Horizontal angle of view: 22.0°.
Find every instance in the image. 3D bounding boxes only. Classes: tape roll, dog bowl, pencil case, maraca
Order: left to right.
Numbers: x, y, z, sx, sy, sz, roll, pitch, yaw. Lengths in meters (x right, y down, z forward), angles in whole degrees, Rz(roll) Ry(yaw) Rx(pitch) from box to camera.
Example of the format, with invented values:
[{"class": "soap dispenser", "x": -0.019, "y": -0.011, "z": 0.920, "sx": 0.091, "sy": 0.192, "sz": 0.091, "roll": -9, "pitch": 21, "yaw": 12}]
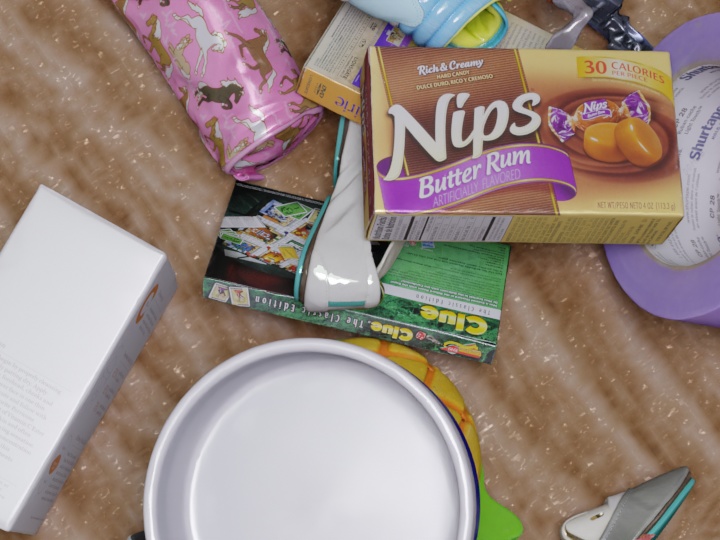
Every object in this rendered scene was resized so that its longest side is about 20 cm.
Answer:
[{"class": "pencil case", "x": -0.108, "y": -0.160, "z": 1.277, "sx": 0.083, "sy": 0.087, "sz": 0.200, "roll": -32, "pitch": 82, "yaw": -26}, {"class": "dog bowl", "x": -0.027, "y": 0.143, "z": 1.124, "sx": 0.199, "sy": 0.079, "sz": 0.201, "roll": -1, "pitch": 84, "yaw": 9}, {"class": "maraca", "x": 0.028, "y": 0.128, "z": 1.215, "sx": 0.137, "sy": 0.107, "sz": 0.200, "roll": -19, "pitch": 66, "yaw": -40}, {"class": "tape roll", "x": 0.248, "y": -0.062, "z": 1.209, "sx": 0.085, "sy": 0.200, "sz": 0.201, "roll": 11, "pitch": 79, "yaw": -29}]

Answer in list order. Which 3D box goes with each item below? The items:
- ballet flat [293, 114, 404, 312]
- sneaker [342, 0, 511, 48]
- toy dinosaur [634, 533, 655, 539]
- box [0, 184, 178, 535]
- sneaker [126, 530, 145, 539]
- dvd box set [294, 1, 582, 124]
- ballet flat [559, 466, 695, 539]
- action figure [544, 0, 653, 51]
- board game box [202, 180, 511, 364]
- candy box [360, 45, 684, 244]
[{"class": "ballet flat", "x": 0.005, "y": -0.048, "z": 1.242, "sx": 0.069, "sy": 0.070, "sz": 0.201, "roll": 14, "pitch": 50, "yaw": 0}, {"class": "sneaker", "x": 0.050, "y": -0.213, "z": 1.268, "sx": 0.130, "sy": 0.080, "sz": 0.200, "roll": 35, "pitch": 38, "yaw": -10}, {"class": "toy dinosaur", "x": 0.242, "y": 0.276, "z": 1.192, "sx": 0.105, "sy": 0.200, "sz": 0.182, "roll": -48, "pitch": 60, "yaw": 9}, {"class": "box", "x": -0.212, "y": 0.062, "z": 1.215, "sx": 0.097, "sy": 0.124, "sz": 0.201, "roll": 29, "pitch": 81, "yaw": 3}, {"class": "sneaker", "x": -0.082, "y": 0.201, "z": 1.233, "sx": 0.199, "sy": 0.089, "sz": 0.074, "roll": -11, "pitch": 50, "yaw": -22}, {"class": "dvd box set", "x": 0.072, "y": -0.130, "z": 1.271, "sx": 0.199, "sy": 0.029, "sz": 0.147, "roll": 26, "pitch": 49, "yaw": 1}, {"class": "ballet flat", "x": 0.148, "y": 0.202, "z": 1.239, "sx": 0.064, "sy": 0.067, "sz": 0.200, "roll": 33, "pitch": 81, "yaw": 12}, {"class": "action figure", "x": 0.150, "y": -0.225, "z": 1.262, "sx": 0.200, "sy": 0.194, "sz": 0.105, "roll": 42, "pitch": 124, "yaw": -13}, {"class": "board game box", "x": 0.000, "y": 0.000, "z": 1.257, "sx": 0.199, "sy": 0.024, "sz": 0.105, "roll": 14, "pitch": 40, "yaw": 1}, {"class": "candy box", "x": 0.101, "y": -0.080, "z": 1.187, "sx": 0.199, "sy": 0.057, "sz": 0.117, "roll": 1, "pitch": 71, "yaw": -7}]
